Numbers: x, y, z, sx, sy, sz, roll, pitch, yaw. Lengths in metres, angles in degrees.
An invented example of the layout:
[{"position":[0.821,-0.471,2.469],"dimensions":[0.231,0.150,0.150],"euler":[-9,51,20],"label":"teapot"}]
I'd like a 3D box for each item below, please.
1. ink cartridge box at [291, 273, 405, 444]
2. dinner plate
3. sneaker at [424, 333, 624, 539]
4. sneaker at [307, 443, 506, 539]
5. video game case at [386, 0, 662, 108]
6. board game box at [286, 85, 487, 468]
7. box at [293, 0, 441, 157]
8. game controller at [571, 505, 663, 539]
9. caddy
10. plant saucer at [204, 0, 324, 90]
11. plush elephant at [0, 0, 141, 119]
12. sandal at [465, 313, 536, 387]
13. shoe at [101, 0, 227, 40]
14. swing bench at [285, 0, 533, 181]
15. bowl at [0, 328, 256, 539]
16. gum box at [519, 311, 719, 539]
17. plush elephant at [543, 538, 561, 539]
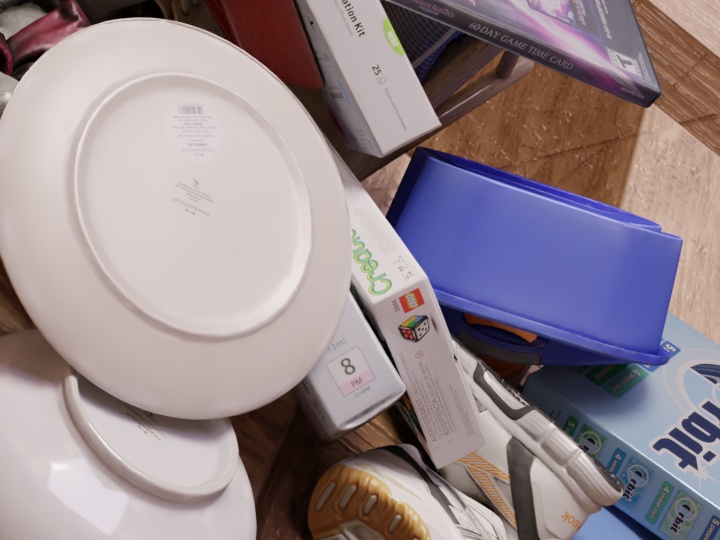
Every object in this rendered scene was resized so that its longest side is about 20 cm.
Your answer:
[{"position":[-0.046,-0.007,1.392],"dimensions":[0.201,0.057,0.163],"euler":[57,-6,3],"label":"ink cartridge box"},{"position":[-0.083,-0.029,1.259],"dimensions":[0.199,0.024,0.202],"euler":[13,66,-31],"label":"dinner plate"},{"position":[0.057,0.090,1.497],"dimensions":[0.200,0.080,0.074],"euler":[42,3,39],"label":"sneaker"},{"position":[0.066,0.167,1.399],"dimensions":[0.200,0.076,0.088],"euler":[47,30,8],"label":"sneaker"},{"position":[0.076,-0.176,1.493],"dimensions":[0.199,0.019,0.143],"euler":[20,39,-31],"label":"video game case"},{"position":[0.000,0.000,1.421],"dimensions":[0.200,0.034,0.127],"euler":[55,-10,49],"label":"board game box"},{"position":[-0.027,-0.160,1.418],"dimensions":[0.201,0.041,0.156],"euler":[64,-4,-7],"label":"box"},{"position":[0.154,0.153,1.557],"dimensions":[0.104,0.042,0.200],"euler":[41,29,-2],"label":"game controller"},{"position":[0.095,0.002,1.556],"dimensions":[0.199,0.106,0.141],"euler":[18,5,-6],"label":"caddy"},{"position":[-0.095,-0.212,1.407],"dimensions":[0.200,0.037,0.200],"euler":[60,-6,38],"label":"plant saucer"},{"position":[-0.192,-0.091,1.319],"dimensions":[0.155,0.199,0.166],"euler":[-28,117,-62],"label":"plush elephant"},{"position":[0.109,0.008,1.676],"dimensions":[0.079,0.059,0.207],"euler":[38,29,-7],"label":"sandal"},{"position":[-0.122,-0.123,1.477],"dimensions":[0.070,0.053,0.200],"euler":[28,62,10],"label":"shoe"},{"position":[-0.018,-0.162,1.594],"dimensions":[0.200,0.130,0.199],"euler":[-38,78,-19],"label":"swing bench"},{"position":[-0.121,0.096,1.254],"dimensions":[0.200,0.090,0.202],"euler":[30,32,-21],"label":"bowl"},{"position":[0.211,0.109,1.600],"dimensions":[0.199,0.045,0.170],"euler":[34,30,18],"label":"gum box"},{"position":[0.073,0.252,1.218],"dimensions":[0.199,0.165,0.155],"euler":[-30,57,-30],"label":"plush elephant"}]
